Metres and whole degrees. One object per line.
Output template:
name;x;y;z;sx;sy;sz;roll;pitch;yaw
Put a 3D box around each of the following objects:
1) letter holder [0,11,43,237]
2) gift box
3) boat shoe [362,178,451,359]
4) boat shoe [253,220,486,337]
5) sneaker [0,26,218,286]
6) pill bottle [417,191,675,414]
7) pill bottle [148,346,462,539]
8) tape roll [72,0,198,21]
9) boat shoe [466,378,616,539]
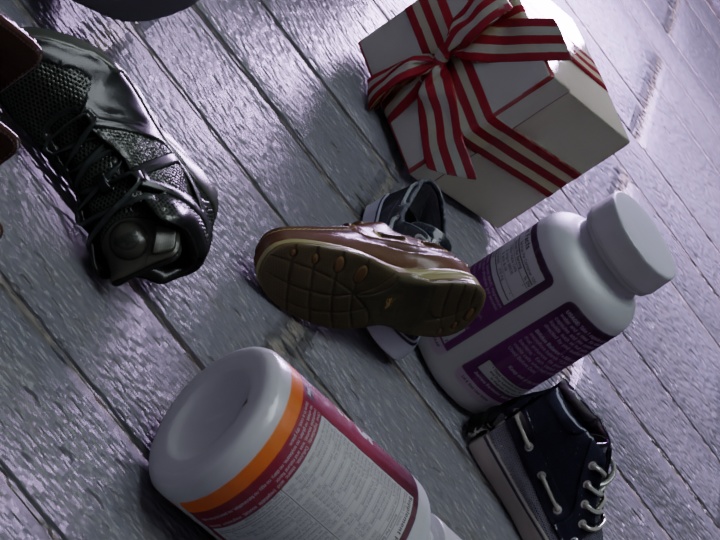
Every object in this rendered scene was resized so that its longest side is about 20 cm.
letter holder;-0.263;-0.085;1.056;0.200;0.142;0.101;28;36;-49
gift box;0.127;-0.162;1.883;0.187;0.184;0.200;30;28;-49
boat shoe;0.041;-0.008;1.652;0.072;0.068;0.200;47;25;-21
boat shoe;0.001;0.000;1.540;0.200;0.072;0.068;11;37;-36
sneaker;-0.164;-0.067;1.316;0.199;0.076;0.114;50;17;-28
pill bottle;0.150;0.023;1.658;0.112;0.200;0.112;44;26;-28
pill bottle;-0.027;0.146;1.264;0.200;0.109;0.110;44;26;-28
tape roll;-0.159;-0.279;1.446;0.066;0.200;0.201;21;41;-56
boat shoe;0.172;0.182;1.632;0.200;0.093;0.075;56;23;0
